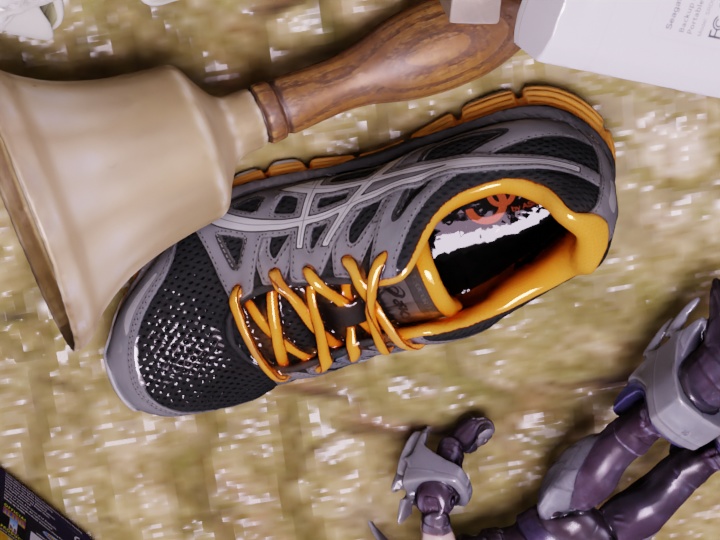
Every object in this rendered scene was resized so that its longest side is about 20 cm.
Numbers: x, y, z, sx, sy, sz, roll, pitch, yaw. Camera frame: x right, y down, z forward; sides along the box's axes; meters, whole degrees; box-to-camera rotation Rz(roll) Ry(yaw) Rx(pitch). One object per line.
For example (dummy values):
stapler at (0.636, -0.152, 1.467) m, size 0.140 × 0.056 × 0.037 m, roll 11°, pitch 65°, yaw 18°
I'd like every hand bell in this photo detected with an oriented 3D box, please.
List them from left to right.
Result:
hand bell at (-0.025, -0.058, 0.811) m, size 0.199 × 0.104 × 0.104 m, roll -23°, pitch 117°, yaw -12°

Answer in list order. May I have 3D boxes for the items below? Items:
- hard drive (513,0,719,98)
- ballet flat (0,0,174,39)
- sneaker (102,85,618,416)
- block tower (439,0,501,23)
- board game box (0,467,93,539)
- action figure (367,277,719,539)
hard drive at (0.159, -0.117, 0.792) m, size 0.199 × 0.026 × 0.132 m, roll 7°, pitch 113°, yaw -30°
ballet flat at (-0.088, -0.108, 0.777) m, size 0.199 × 0.072 × 0.072 m, roll -13°, pitch 116°, yaw -1°
sneaker at (0.000, 0.000, 0.832) m, size 0.200 × 0.077 × 0.078 m, roll -27°, pitch 118°, yaw 7°
block tower at (0.058, -0.183, 0.765) m, size 0.058 × 0.054 × 0.201 m, roll 2°, pitch 116°, yaw -8°
board game box at (-0.222, 0.109, 0.865) m, size 0.165 × 0.057 × 0.200 m, roll -42°, pitch 113°, yaw 14°
action figure at (0.085, 0.093, 0.896) m, size 0.200 × 0.069 × 0.130 m, roll -42°, pitch 121°, yaw 16°
